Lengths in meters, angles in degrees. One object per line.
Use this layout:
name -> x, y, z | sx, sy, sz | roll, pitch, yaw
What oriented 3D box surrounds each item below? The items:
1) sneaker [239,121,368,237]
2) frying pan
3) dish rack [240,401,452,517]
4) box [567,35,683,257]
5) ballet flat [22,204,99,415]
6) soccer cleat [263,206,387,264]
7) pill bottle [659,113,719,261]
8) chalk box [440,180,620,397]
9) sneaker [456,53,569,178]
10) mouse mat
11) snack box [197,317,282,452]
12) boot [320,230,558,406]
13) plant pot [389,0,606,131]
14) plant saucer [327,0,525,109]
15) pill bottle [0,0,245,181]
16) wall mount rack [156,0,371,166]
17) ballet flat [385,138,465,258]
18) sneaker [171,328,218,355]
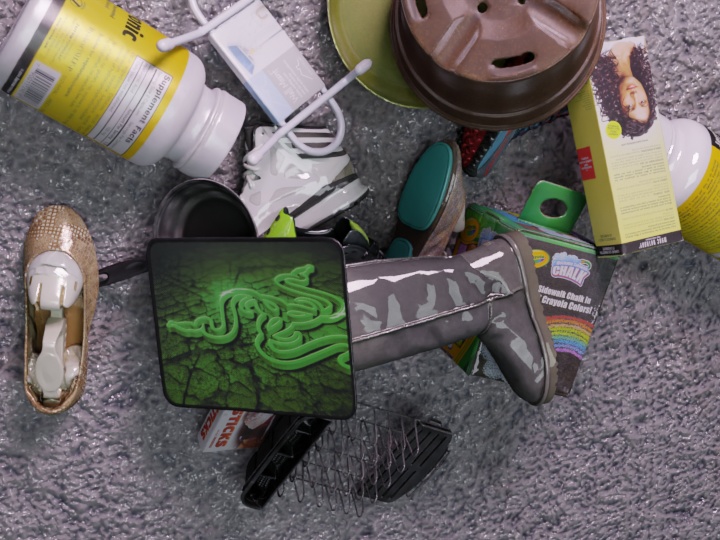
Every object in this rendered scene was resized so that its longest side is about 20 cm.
sneaker -> -0.104, -0.073, 0.963 | 0.200, 0.076, 0.115 | -30, 96, -4
frying pan -> -0.160, -0.003, 0.920 | 0.190, 0.031, 0.115 | -41, 80, 28
dish rack -> -0.008, 0.197, 1.042 | 0.200, 0.055, 0.153 | 19, 127, -25
box -> 0.248, -0.117, 0.965 | 0.075, 0.050, 0.200 | -14, 94, -20
ballet flat -> -0.278, 0.042, 0.930 | 0.070, 0.065, 0.200 | 0, 105, -8
soccer cleat -> 0.000, 0.000, 0.939 | 0.200, 0.068, 0.081 | 17, 111, -27
pill bottle -> 0.355, -0.090, 1.071 | 0.200, 0.112, 0.113 | 25, 97, -23
chalk box -> 0.169, 0.007, 1.036 | 0.125, 0.124, 0.200 | 14, 100, -20
sneaker -> 0.177, -0.169, 1.009 | 0.095, 0.079, 0.200 | 31, 95, -26
mouse mat -> -0.099, 0.049, 0.887 | 0.200, 0.008, 0.161 | 0, 102, 23
snack box -> -0.094, 0.108, 0.974 | 0.072, 0.024, 0.200 | 0, 138, -31
boot -> 0.069, 0.062, 0.912 | 0.200, 0.073, 0.182 | -18, 96, -21
plant pot -> 0.113, -0.219, 0.837 | 0.200, 0.198, 0.201 | 1, 96, 7
plant saucer -> 0.061, -0.257, 0.969 | 0.200, 0.031, 0.200 | -5, 108, -17
pill bottle -> -0.204, -0.159, 0.870 | 0.200, 0.111, 0.111 | 30, 95, -24
wall mount rack -> -0.088, -0.178, 0.883 | 0.174, 0.075, 0.200 | -44, 101, -30
ballet flat -> 0.067, -0.036, 1.029 | 0.067, 0.068, 0.200 | 11, 109, -40
sneaker -> -0.084, 0.039, 0.971 | 0.201, 0.067, 0.108 | -28, 146, -5
